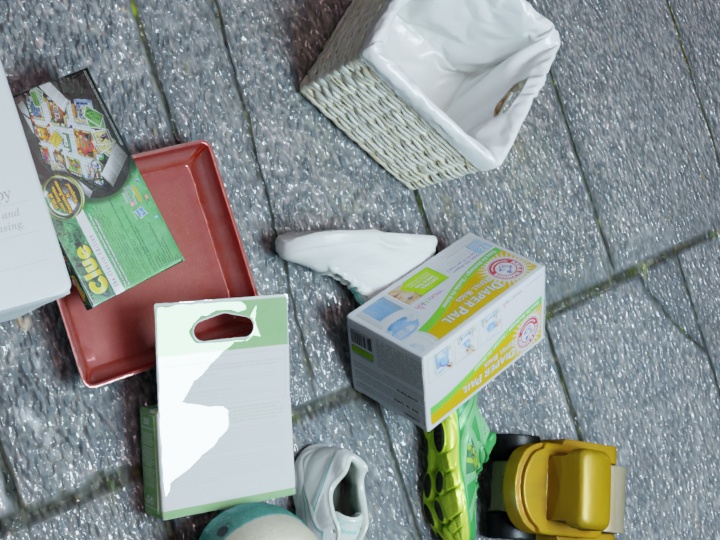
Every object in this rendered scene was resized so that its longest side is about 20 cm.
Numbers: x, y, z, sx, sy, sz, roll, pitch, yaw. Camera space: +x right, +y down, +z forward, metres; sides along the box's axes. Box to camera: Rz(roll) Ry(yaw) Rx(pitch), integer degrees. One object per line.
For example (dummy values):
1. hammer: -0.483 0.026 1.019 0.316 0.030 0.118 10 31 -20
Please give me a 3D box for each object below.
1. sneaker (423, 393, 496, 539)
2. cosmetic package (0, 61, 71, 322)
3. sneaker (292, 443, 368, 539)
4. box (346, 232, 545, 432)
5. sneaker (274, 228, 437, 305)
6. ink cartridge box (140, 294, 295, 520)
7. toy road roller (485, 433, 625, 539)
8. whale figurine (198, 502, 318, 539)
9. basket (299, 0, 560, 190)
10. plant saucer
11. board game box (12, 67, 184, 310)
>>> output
1. sneaker: 0.114 0.205 1.238 0.083 0.074 0.201 4 79 -29
2. cosmetic package: -0.362 -0.044 0.914 0.167 0.166 0.200 -18 90 -34
3. sneaker: -0.032 0.273 1.127 0.070 0.080 0.201 8 79 -34
4. box: 0.096 0.060 1.210 0.200 0.112 0.102 -34 134 -33
5. sneaker: 0.000 0.000 1.207 0.200 0.075 0.089 3 91 -34
6. ink cartridge box: -0.137 0.126 1.086 0.145 0.048 0.201 -4 92 -33
7. toy road roller: 0.242 0.250 1.270 0.200 0.146 0.123 13 75 -31
8. whale figurine: -0.128 0.305 1.059 0.200 0.104 0.159 -49 131 -6
9. basket: 0.076 -0.224 1.239 0.200 0.161 0.198 38 63 -21
10. plant saucer: -0.208 -0.009 1.087 0.200 0.037 0.200 -18 92 -35
11. board game box: -0.250 -0.075 1.036 0.105 0.023 0.200 -30 98 -36
